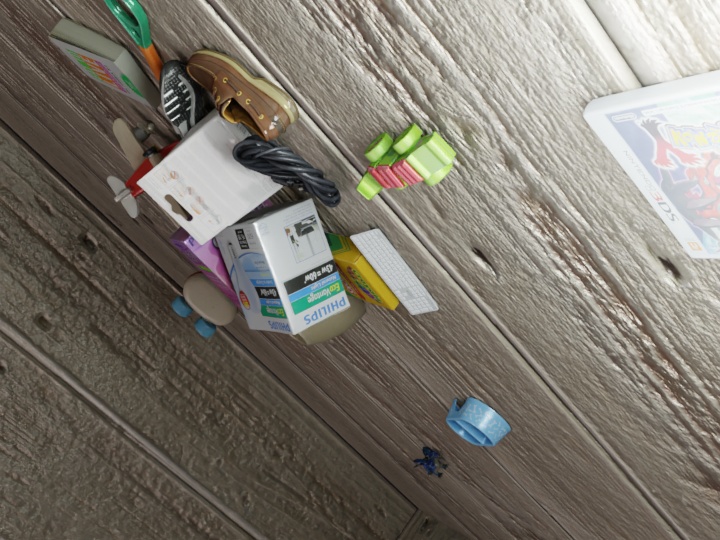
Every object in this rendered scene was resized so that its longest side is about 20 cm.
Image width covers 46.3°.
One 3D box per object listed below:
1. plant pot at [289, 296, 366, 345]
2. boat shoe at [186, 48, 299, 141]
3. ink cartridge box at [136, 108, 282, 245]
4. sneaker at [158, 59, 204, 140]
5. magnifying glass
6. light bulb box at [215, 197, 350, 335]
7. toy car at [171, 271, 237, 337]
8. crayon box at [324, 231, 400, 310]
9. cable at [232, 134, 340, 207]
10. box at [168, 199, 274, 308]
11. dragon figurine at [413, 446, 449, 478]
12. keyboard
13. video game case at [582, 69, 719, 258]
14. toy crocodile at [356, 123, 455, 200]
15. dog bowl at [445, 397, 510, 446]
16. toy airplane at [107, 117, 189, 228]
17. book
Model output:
[{"bbox_3d":[-0.105,0.077,1.769,0.199,0.135,0.201,35,164,12],"label":"plant pot"},{"bbox_3d":[-0.178,-0.247,1.183,0.199,0.068,0.072,33,163,23],"label":"boat shoe"},{"bbox_3d":[-0.246,-0.155,1.403,0.199,0.050,0.161,-32,116,27],"label":"ink cartridge box"},{"bbox_3d":[-0.296,-0.272,1.380,0.080,0.073,0.201,50,163,25],"label":"sneaker"},{"bbox_3d":[-0.348,-0.370,1.322,0.079,0.022,0.201,32,163,25],"label":"magnifying glass"},{"bbox_3d":[-0.142,-0.006,1.480,0.197,0.124,0.203,-2,110,60],"label":"light bulb box"},{"bbox_3d":[-0.432,0.062,2.500,0.177,0.184,0.200,42,-168,-11],"label":"toy car"},{"bbox_3d":[0.000,0.000,1.476,0.127,0.051,0.199,50,161,-30],"label":"crayon box"},{"bbox_3d":[-0.106,-0.143,1.242,0.162,0.051,0.200,30,178,8],"label":"cable"},{"bbox_3d":[-0.230,-0.055,1.621,0.200,0.177,0.096,47,162,-24],"label":"box"},{"bbox_3d":[0.201,0.575,2.553,0.099,0.059,0.199,45,163,-17],"label":"dragon figurine"},{"bbox_3d":[0.057,0.005,1.384,0.056,0.011,0.201,-18,128,30],"label":"keyboard"},{"bbox_3d":[0.292,-0.075,0.658,0.182,0.023,0.199,46,163,-19],"label":"video game case"},{"bbox_3d":[0.050,-0.125,1.003,0.067,0.062,0.199,44,163,-18],"label":"toy crocodile"},{"bbox_3d":[0.245,0.328,1.802,0.111,0.050,0.200,41,164,-3],"label":"dog bowl"},{"bbox_3d":[-0.422,-0.200,1.735,0.197,0.141,0.203,19,124,21],"label":"toy airplane"},{"bbox_3d":[-0.460,-0.375,1.537,0.198,0.048,0.134,28,164,32],"label":"book"}]
